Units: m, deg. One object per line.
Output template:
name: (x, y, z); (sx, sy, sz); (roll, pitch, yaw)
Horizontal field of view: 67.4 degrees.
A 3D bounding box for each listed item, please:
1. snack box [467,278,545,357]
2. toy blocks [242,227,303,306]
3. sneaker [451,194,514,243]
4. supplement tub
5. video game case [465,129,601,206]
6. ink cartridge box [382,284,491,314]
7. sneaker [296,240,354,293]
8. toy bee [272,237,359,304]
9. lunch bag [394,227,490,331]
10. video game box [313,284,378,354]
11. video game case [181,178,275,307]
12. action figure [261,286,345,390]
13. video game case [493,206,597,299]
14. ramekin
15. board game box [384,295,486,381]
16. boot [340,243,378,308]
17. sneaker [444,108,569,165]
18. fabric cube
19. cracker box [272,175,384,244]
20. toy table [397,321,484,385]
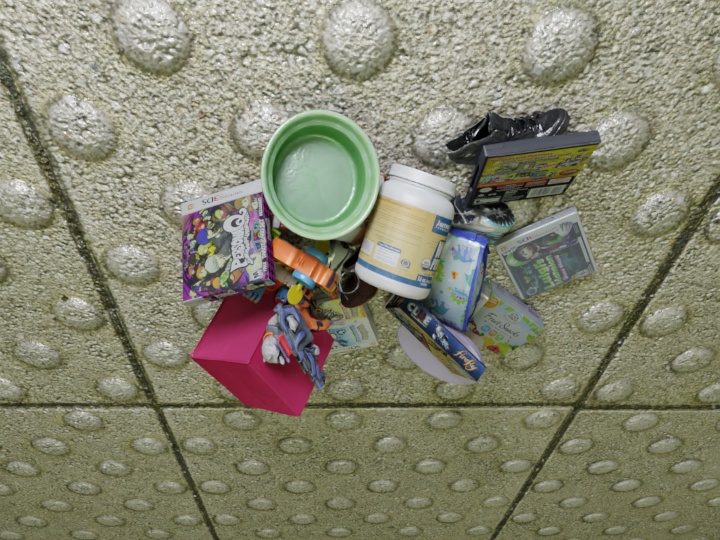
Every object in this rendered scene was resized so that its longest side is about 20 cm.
snack box: (0.327, 0.119, 1.300); (0.197, 0.054, 0.142); (30, 127, -26)
toy blocks: (-0.196, -0.003, 1.060); (0.197, 0.140, 0.100); (31, 160, -12)
sneaker: (0.202, -0.090, 1.066); (0.193, 0.079, 0.087); (9, 139, -11)
supplement tub: (0.082, -0.068, 0.946); (0.140, 0.145, 0.206); (15, 98, -18)
video game case: (0.296, -0.175, 0.955); (0.193, 0.026, 0.182); (-7, 160, -2)
ink cartridge box: (0.171, 0.066, 1.236); (0.174, 0.045, 0.202); (37, 125, 0)
sneaker: (-0.079, 0.016, 1.165); (0.087, 0.076, 0.201); (23, 131, -21)
toy bee: (-0.083, 0.016, 1.004); (0.130, 0.201, 0.109); (-40, 152, -4)
lunch bag: (0.161, -0.007, 1.070); (0.165, 0.129, 0.204); (18, 140, 20)
video game box: (-0.063, 0.124, 1.301); (0.176, 0.048, 0.203); (-14, 135, 9)
video game case: (-0.248, -0.052, 1.002); (0.175, 0.207, 0.036); (-13, 159, 14)
action figure: (-0.118, 0.131, 1.076); (0.103, 0.192, 0.206); (4, 120, 45)
video game case: (0.404, -0.030, 1.172); (0.178, 0.024, 0.201); (-23, 132, 21)
ramekin: (-0.071, -0.156, 0.908); (0.193, 0.098, 0.208); (-1, 95, -12)
board game box: (0.140, 0.127, 1.043); (0.199, 0.135, 0.035); (44, 81, -5)
boot: (0.000, 0.000, 1.112); (0.199, 0.073, 0.165); (-41, 156, 17)
sneaker: (0.251, -0.235, 0.928); (0.197, 0.061, 0.103); (-30, 134, 31)
fabric cube: (-0.210, 0.170, 1.183); (0.195, 0.200, 0.201); (-1, 140, 37)
cracker box: (-0.062, -0.131, 1.027); (0.193, 0.059, 0.136); (10, 135, -11)
toy table: (0.183, 0.146, 1.178); (0.199, 0.118, 0.185); (40, 125, -2)
